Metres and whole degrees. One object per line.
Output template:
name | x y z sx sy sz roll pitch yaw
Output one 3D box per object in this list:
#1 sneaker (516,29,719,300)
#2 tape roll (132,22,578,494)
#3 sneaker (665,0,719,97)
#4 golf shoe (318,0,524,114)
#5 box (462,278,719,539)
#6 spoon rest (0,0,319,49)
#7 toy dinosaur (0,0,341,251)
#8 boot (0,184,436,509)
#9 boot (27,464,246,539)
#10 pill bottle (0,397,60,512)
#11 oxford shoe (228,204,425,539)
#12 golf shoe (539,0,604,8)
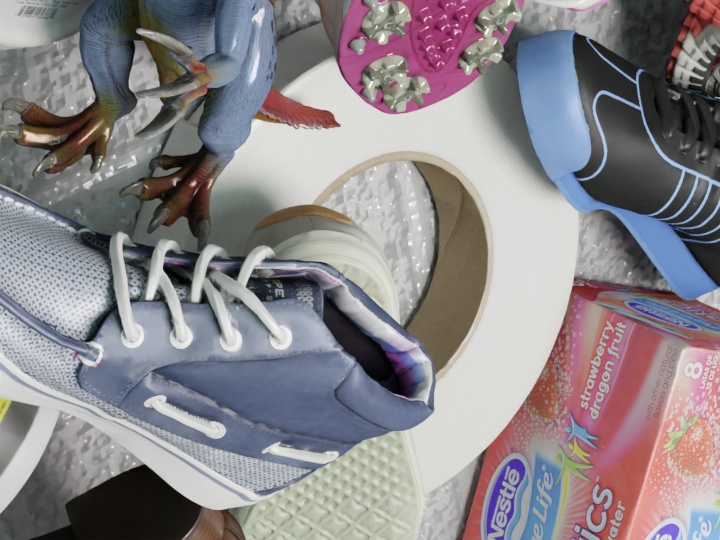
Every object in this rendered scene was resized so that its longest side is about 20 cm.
sneaker | 0.133 -0.049 1.041 0.200 0.077 0.071 35 44 -53
tape roll | 0.000 0.000 1.010 0.202 0.037 0.204 -15 116 -33
sneaker | 0.174 -0.099 1.027 0.078 0.082 0.200 -63 175 -1
golf shoe | 0.007 -0.133 0.840 0.075 0.092 0.201 -23 147 -8
box | 0.111 0.113 1.095 0.094 0.102 0.202 7 104 -38
spoon rest | -0.078 -0.111 0.892 0.199 0.061 0.099 5 139 -38
toy dinosaur | -0.061 -0.103 0.821 0.200 0.105 0.182 -42 162 -53
boot | -0.063 0.010 0.822 0.200 0.090 0.073 34 40 -46
boot | -0.101 0.165 0.968 0.185 0.065 0.200 -19 142 9
pill bottle | -0.197 0.004 0.813 0.200 0.114 0.115 41 81 -39
oxford shoe | -0.015 0.057 0.957 0.075 0.058 0.201 -5 128 -7
golf shoe | 0.075 -0.134 0.973 0.199 0.075 0.092 -19 131 -41
